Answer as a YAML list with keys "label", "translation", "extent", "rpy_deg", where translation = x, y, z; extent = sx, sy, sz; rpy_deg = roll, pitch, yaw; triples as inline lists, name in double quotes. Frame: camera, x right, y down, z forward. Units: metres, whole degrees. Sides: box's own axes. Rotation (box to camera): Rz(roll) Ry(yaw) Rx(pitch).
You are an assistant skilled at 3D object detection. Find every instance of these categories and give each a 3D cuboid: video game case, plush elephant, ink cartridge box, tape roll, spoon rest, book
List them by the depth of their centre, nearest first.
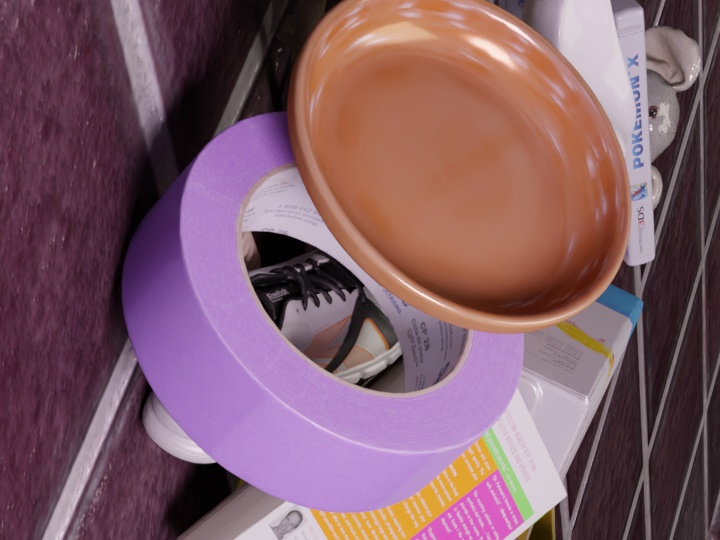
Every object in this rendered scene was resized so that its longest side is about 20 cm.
- label: "tape roll"
  translation: [-0.018, 0.020, 1.433]
  extent: [0.066, 0.200, 0.200]
  rpy_deg: [-46, -168, 42]
- label: "book"
  translation: [0.012, 0.139, 1.576]
  extent: [0.200, 0.048, 0.134]
  rpy_deg: [-38, 125, -14]
- label: "spoon rest"
  translation: [0.129, -0.113, 1.655]
  extent: [0.200, 0.061, 0.099]
  rpy_deg: [82, 22, -56]
- label: "video game case"
  translation: [0.133, -0.127, 1.799]
  extent: [0.200, 0.022, 0.182]
  rpy_deg: [-125, -157, -52]
- label: "ink cartridge box"
  translation: [0.077, 0.081, 1.854]
  extent: [0.147, 0.146, 0.200]
  rpy_deg: [-67, 173, 22]
- label: "plush elephant"
  translation: [0.167, -0.115, 2.119]
  extent: [0.200, 0.155, 0.165]
  rpy_deg: [-33, 131, -70]

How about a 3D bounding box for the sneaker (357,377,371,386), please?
- label: "sneaker"
  translation: [0.032, 0.048, 1.669]
  extent: [0.200, 0.076, 0.088]
  rpy_deg: [-66, -159, -9]

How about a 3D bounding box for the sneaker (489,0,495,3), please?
- label: "sneaker"
  translation: [0.065, -0.152, 1.879]
  extent: [0.088, 0.076, 0.200]
  rpy_deg: [-76, 170, -45]

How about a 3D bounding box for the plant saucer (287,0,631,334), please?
- label: "plant saucer"
  translation: [0.047, -0.054, 1.455]
  extent: [0.037, 0.200, 0.200]
  rpy_deg: [-43, -162, 47]

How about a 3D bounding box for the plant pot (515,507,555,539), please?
- label: "plant pot"
  translation: [0.009, 0.239, 1.717]
  extent: [0.200, 0.176, 0.200]
  rpy_deg: [86, 21, -43]

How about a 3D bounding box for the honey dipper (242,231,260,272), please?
- label: "honey dipper"
  translation: [-0.065, 0.019, 1.582]
  extent: [0.200, 0.038, 0.038]
  rpy_deg: [74, 30, -65]

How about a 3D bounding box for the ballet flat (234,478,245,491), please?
- label: "ballet flat"
  translation: [-0.034, 0.114, 1.605]
  extent: [0.067, 0.067, 0.200]
  rpy_deg: [12, 101, -46]

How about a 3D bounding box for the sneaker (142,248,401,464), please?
- label: "sneaker"
  translation: [-0.030, 0.026, 1.511]
  extent: [0.200, 0.074, 0.080]
  rpy_deg: [-37, 153, -37]

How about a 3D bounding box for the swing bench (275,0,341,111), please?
- label: "swing bench"
  translation: [0.025, -0.212, 1.596]
  extent: [0.200, 0.130, 0.199]
  rpy_deg: [72, 32, -51]
